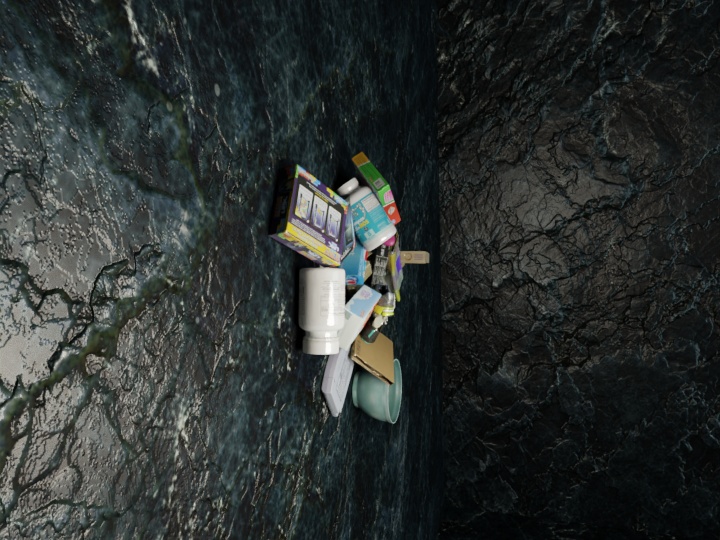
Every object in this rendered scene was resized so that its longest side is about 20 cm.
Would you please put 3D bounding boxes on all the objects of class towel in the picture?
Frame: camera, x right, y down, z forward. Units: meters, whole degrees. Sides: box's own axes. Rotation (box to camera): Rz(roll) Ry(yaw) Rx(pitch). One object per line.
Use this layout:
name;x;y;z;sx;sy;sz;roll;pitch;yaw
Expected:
towel;0.125;-0.012;1.881;0.144;0.022;0.203;-73;158;-58

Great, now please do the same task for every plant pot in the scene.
plant pot;0.050;0.388;1.770;0.200;0.132;0.204;0;90;-74

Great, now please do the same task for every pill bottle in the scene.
pill bottle;-0.094;0.096;1.314;0.114;0.112;0.204;7;84;-73
pill bottle;0.010;-0.166;1.583;0.201;0.110;0.111;56;22;-4

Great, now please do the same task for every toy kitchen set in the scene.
toy kitchen set;0.154;0.027;2.042;0.163;0.178;0.204;10;81;-72

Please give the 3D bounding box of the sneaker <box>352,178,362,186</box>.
sneaker;0.003;-0.203;1.710;0.201;0.070;0.083;75;20;-45

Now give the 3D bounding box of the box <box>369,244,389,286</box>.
box;0.066;-0.026;1.850;0.194;0.047;0.202;-76;177;-50

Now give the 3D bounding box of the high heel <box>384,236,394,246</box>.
high heel;0.052;-0.172;1.760;0.201;0.067;0.097;54;-16;27

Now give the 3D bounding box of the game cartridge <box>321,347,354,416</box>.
game cartridge;-0.064;0.295;1.557;0.201;0.040;0.135;-73;160;-46

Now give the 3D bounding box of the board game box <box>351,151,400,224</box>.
board game box;0.049;-0.241;1.636;0.154;0.040;0.200;56;-2;28

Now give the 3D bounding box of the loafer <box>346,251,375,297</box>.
loafer;0.000;0.000;1.711;0.077;0.066;0.202;72;24;-46

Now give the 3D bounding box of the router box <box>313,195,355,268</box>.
router box;-0.074;-0.104;1.466;0.200;0.061;0.152;-55;140;-63

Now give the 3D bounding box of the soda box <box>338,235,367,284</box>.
soda box;-0.017;-0.060;1.652;0.064;0.067;0.203;59;35;-60

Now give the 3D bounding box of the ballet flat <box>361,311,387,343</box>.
ballet flat;0.053;0.162;1.722;0.069;0.068;0.200;-52;-173;24

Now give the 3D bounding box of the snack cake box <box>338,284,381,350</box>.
snack cake box;-0.015;0.132;1.578;0.116;0.067;0.200;-63;173;23

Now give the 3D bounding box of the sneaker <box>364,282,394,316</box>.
sneaker;0.053;0.072;1.719;0.073;0.200;0.082;5;108;-34

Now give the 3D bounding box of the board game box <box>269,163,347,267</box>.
board game box;-0.114;-0.120;1.249;0.199;0.056;0.168;32;59;-49

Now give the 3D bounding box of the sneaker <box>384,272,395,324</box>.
sneaker;0.094;0.101;1.930;0.202;0.080;0.077;-65;147;-20

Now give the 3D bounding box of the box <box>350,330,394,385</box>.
box;0.039;0.245;1.682;0.163;0.021;0.201;38;24;-18
